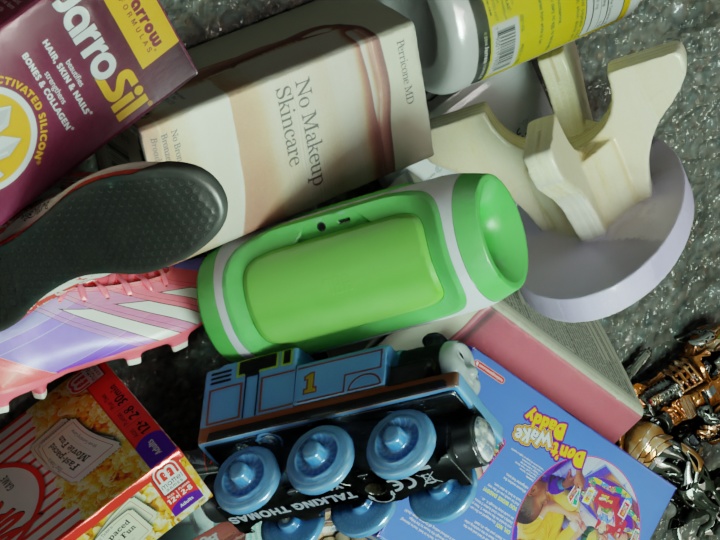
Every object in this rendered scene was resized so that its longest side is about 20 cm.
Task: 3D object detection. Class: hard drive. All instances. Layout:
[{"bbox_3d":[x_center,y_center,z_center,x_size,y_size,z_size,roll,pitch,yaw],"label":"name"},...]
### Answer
[{"bbox_3d":[0.091,-0.047,1.872,0.132,0.025,0.201,-37,127,-13],"label":"hard drive"}]

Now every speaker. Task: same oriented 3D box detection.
[{"bbox_3d":[0.000,0.000,1.681,0.199,0.089,0.089,-15,132,25],"label":"speaker"}]

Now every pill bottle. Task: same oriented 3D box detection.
[{"bbox_3d":[0.113,-0.200,1.760,0.199,0.112,0.113,-24,123,-23],"label":"pill bottle"}]

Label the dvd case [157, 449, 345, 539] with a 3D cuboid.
[{"bbox_3d":[-0.048,0.154,1.792,0.198,0.022,0.146,-10,146,-2],"label":"dvd case"}]

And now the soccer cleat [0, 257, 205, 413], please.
[{"bbox_3d":[-0.169,0.024,1.712,0.199,0.067,0.077,-23,113,-22],"label":"soccer cleat"}]

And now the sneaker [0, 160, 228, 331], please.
[{"bbox_3d":[-0.153,-0.035,1.619,0.200,0.108,0.067,-24,109,28],"label":"sneaker"}]

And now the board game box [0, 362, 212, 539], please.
[{"bbox_3d":[-0.206,0.156,1.680,0.200,0.151,0.046,-38,122,-8],"label":"board game box"}]

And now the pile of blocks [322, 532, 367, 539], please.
[{"bbox_3d":[0.023,0.207,1.813,0.199,0.062,0.082,-18,145,11],"label":"pile of blocks"}]

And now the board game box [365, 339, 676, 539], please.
[{"bbox_3d":[0.098,0.151,1.745,0.200,0.045,0.135,35,78,-32],"label":"board game box"}]

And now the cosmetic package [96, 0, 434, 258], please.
[{"bbox_3d":[-0.063,-0.092,1.709,0.199,0.087,0.104,-25,121,-22],"label":"cosmetic package"}]

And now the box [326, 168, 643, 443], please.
[{"bbox_3d":[0.075,0.049,1.814,0.200,0.128,0.109,35,109,-31],"label":"box"}]

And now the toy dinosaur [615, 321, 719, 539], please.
[{"bbox_3d":[0.227,0.137,2.023,0.136,0.102,0.200,41,101,-16],"label":"toy dinosaur"}]

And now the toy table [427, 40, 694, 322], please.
[{"bbox_3d":[0.142,-0.070,1.768,0.183,0.200,0.118,-22,117,7],"label":"toy table"}]

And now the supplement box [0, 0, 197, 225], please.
[{"bbox_3d":[-0.211,-0.112,1.603,0.200,0.086,0.111,-39,127,-13],"label":"supplement box"}]

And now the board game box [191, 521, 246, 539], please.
[{"bbox_3d":[-0.156,0.235,1.676,0.199,0.019,0.103,-29,146,-30],"label":"board game box"}]

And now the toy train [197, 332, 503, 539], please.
[{"bbox_3d":[-0.009,0.100,1.656,0.199,0.115,0.087,-15,142,24],"label":"toy train"}]
